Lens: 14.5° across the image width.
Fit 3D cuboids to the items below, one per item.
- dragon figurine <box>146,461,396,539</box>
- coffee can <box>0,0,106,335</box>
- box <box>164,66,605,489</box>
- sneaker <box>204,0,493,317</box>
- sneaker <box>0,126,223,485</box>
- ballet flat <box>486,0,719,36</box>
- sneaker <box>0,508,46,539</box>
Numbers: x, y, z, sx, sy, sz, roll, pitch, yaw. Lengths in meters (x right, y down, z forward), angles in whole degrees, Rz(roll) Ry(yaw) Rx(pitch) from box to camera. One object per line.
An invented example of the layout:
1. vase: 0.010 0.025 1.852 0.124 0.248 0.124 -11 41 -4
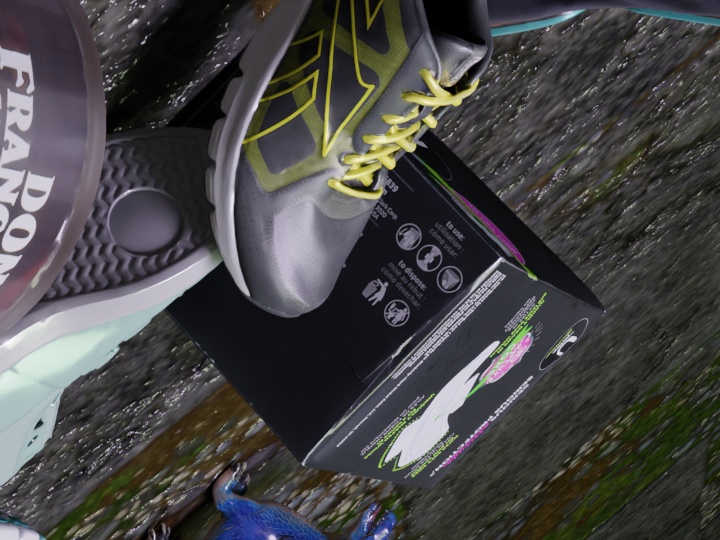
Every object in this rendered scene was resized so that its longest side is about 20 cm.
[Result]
1. dragon figurine: -0.072 0.181 1.634 0.200 0.099 0.059 -38 163 -11
2. coffee can: -0.177 -0.048 0.757 0.146 0.146 0.200 -45 162 13
3. box: 0.000 0.000 1.259 0.124 0.149 0.200 -45 162 7
4. sneaker: 0.002 -0.072 1.089 0.074 0.084 0.201 -4 112 -54
5. sneaker: -0.126 0.020 1.163 0.200 0.074 0.118 -32 159 -9
6. ballet flat: 0.094 -0.130 1.101 0.073 0.199 0.073 -5 96 -50
7. sneaker: -0.212 0.136 1.187 0.200 0.077 0.092 8 99 -53
